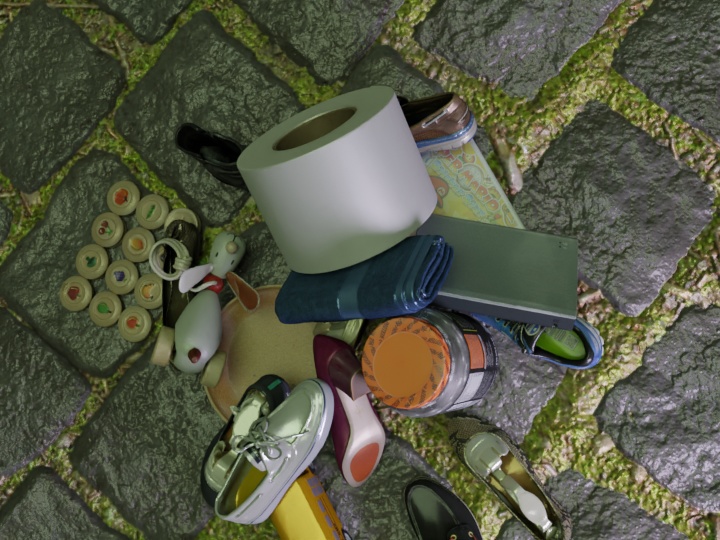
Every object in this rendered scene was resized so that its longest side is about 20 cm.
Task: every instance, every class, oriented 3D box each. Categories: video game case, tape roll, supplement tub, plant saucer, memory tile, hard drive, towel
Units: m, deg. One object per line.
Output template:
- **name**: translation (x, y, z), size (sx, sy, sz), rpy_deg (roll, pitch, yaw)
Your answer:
- **video game case**: translation (0.095, -0.078, 1.079), size (0.181, 0.023, 0.201), rpy_deg (-30, 79, 5)
- **tape roll**: translation (-0.026, -0.107, 0.966), size (0.201, 0.203, 0.140), rpy_deg (-22, 113, 7)
- **supplement tub**: translation (0.082, 0.106, 0.961), size (0.122, 0.200, 0.124), rpy_deg (-3, 84, 23)
- **plant saucer**: translation (-0.109, 0.121, 1.085), size (0.199, 0.035, 0.202), rpy_deg (-1, 83, 10)
- **memory tile**: translation (-0.320, -0.014, 1.149), size (0.153, 0.017, 0.201), rpy_deg (26, 88, 12)
- **hard drive**: translation (0.158, -0.002, 0.992), size (0.198, 0.033, 0.140), rpy_deg (10, 44, 7)
- **towel**: translation (0.002, 0.015, 0.935), size (0.199, 0.112, 0.049), rpy_deg (-7, 126, 34)

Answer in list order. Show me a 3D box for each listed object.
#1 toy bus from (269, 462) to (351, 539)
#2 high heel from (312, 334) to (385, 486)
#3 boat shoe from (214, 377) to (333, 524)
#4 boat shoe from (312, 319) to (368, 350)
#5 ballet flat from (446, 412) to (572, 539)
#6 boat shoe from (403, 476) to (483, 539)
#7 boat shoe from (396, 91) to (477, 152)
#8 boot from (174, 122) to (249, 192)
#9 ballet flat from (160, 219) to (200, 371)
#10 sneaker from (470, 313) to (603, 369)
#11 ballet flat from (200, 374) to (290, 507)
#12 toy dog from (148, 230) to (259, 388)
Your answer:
- **toy bus**: translation (-0.064, 0.320, 1.032), size (0.065, 0.078, 0.201), rpy_deg (-30, 79, 5)
- **high heel**: translation (-0.020, 0.175, 1.033), size (0.096, 0.067, 0.201), rpy_deg (37, 134, 46)
- **boat shoe**: translation (-0.112, 0.210, 0.968), size (0.075, 0.086, 0.203), rpy_deg (43, 104, 36)
- **boat shoe**: translation (0.000, 0.000, 1.038), size (0.065, 0.072, 0.201), rpy_deg (21, 87, 10)
- **ballet flat**: translation (0.181, 0.252, 0.998), size (0.068, 0.075, 0.200), rpy_deg (-43, 78, 4)
- **boat shoe**: translation (0.118, 0.343, 1.007), size (0.073, 0.063, 0.202), rpy_deg (-33, 78, 7)
- **boat shoe**: translation (0.044, -0.186, 1.056), size (0.199, 0.073, 0.073), rpy_deg (-13, 47, 20)
- **boot**: translation (-0.134, -0.129, 1.068), size (0.199, 0.132, 0.070), rpy_deg (13, 85, 13)
- **ballet flat**: translation (-0.243, 0.032, 1.094), size (0.067, 0.046, 0.202), rpy_deg (-1, 86, 29)
- **sneaker**: translation (0.204, 0.055, 1.006), size (0.199, 0.089, 0.079), rpy_deg (28, 98, 13)
- **ballet flat**: translation (-0.155, 0.218, 1.031), size (0.073, 0.073, 0.201), rpy_deg (33, 101, 12)
- **toy dog**: translation (-0.194, 0.048, 1.033), size (0.131, 0.096, 0.202), rpy_deg (0, 86, -19)
